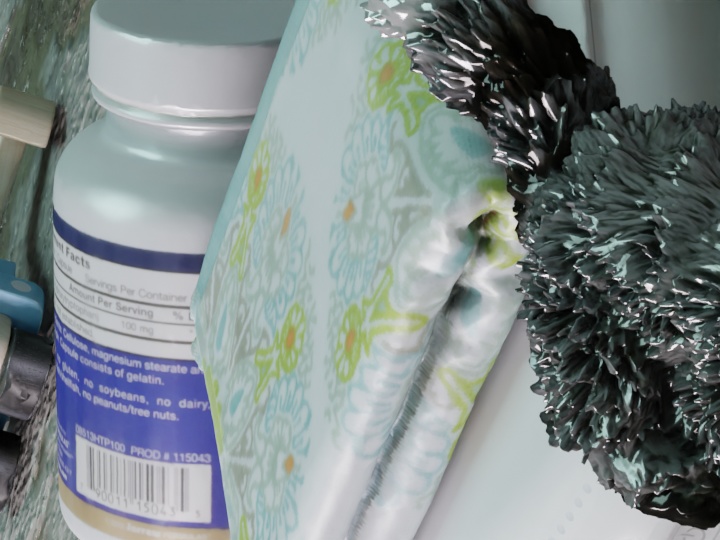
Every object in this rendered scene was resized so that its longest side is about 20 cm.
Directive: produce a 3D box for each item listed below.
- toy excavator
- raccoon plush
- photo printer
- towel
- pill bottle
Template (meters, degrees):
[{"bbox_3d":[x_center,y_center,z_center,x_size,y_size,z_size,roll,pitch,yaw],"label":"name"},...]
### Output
[{"bbox_3d":[-0.226,0.011,1.629,0.200,0.100,0.195,-101,30,-63],"label":"toy excavator"},{"bbox_3d":[0.086,-0.016,0.688,0.097,0.200,0.134,-52,7,-30],"label":"raccoon plush"},{"bbox_3d":[0.064,0.026,0.858,0.166,0.069,0.200,127,148,-50],"label":"photo printer"},{"bbox_3d":[0.000,0.000,0.882,0.171,0.048,0.200,-105,30,-49],"label":"towel"},{"bbox_3d":[-0.054,0.000,1.050,0.120,0.119,0.201,-128,36,-64],"label":"pill bottle"}]
